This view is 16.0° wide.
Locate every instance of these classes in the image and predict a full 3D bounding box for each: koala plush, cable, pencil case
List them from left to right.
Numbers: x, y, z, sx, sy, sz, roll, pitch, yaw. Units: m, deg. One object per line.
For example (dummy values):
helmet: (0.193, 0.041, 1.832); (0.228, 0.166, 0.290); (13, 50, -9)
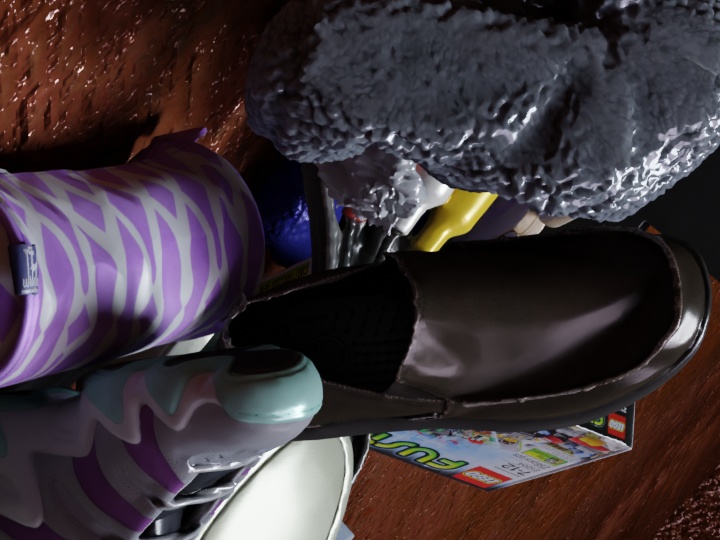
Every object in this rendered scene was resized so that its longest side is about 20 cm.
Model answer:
pencil case: (-0.109, -0.006, 0.952); (0.083, 0.086, 0.200); (-14, 178, 23)
cable: (0.000, 0.000, 1.114); (0.050, 0.097, 0.201); (0, -117, 56)
koala plush: (0.040, -0.093, 1.015); (0.178, 0.183, 0.200); (-68, -164, -10)

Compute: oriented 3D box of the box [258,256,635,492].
box: (0.023, 0.053, 1.229); (0.110, 0.199, 0.035); (-23, -127, 49)

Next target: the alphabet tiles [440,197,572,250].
alphabet tiles: (0.074, -0.051, 1.266); (0.195, 0.015, 0.201); (-28, -149, 52)

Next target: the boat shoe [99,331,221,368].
boat shoe: (-0.107, 0.095, 1.097); (0.200, 0.066, 0.074); (-52, -156, -1)

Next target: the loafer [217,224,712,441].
loafer: (0.036, 0.026, 0.980); (0.199, 0.074, 0.071); (-13, 163, 9)

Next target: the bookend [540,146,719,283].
bookend: (0.157, -0.026, 1.387); (0.199, 0.200, 0.092); (-51, 172, 6)

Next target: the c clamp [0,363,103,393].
c clamp: (-0.138, 0.076, 1.157); (0.171, 0.027, 0.200); (-40, 162, -30)

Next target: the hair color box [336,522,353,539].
hair color box: (-0.094, 0.174, 1.298); (0.099, 0.061, 0.200); (-50, 169, 29)

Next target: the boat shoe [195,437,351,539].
boat shoe: (-0.078, 0.138, 1.046); (0.074, 0.066, 0.200); (38, 76, -42)

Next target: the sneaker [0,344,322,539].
sneaker: (-0.078, 0.105, 0.943); (0.077, 0.141, 0.199); (-7, 175, -42)

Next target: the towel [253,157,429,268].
towel: (0.030, -0.083, 1.216); (0.200, 0.050, 0.148); (-50, 158, 7)
